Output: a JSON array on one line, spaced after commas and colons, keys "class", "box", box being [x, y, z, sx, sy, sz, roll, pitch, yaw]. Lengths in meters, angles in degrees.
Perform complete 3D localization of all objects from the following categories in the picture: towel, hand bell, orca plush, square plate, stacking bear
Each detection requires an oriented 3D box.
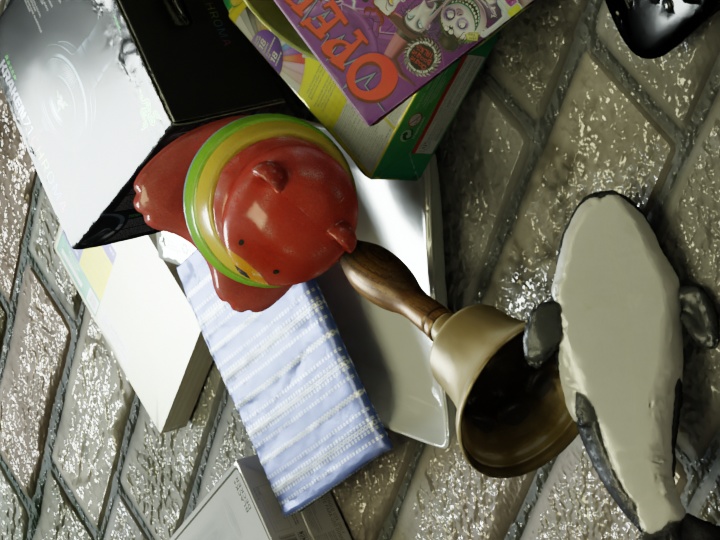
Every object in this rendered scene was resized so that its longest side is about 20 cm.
[{"class": "towel", "box": [-0.052, 0.053, 1.562, 0.145, 0.024, 0.200, -41, 70, 52]}, {"class": "hand bell", "box": [0.044, 0.028, 1.377, 0.200, 0.104, 0.104, 40, 133, 45]}, {"class": "orca plush", "box": [0.157, 0.058, 1.273, 0.105, 0.071, 0.200, -27, 80, 12]}, {"class": "square plate", "box": [0.000, 0.000, 1.504, 0.200, 0.028, 0.199, 15, 114, 55]}, {"class": "stacking bear", "box": [-0.053, -0.037, 1.384, 0.121, 0.114, 0.200, 46, 175, -12]}]

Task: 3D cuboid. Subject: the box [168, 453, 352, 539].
[{"class": "box", "box": [-0.078, 0.219, 1.678, 0.117, 0.060, 0.200, 64, 145, 19]}]

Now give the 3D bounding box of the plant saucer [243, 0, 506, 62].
[{"class": "plant saucer", "box": [0.015, -0.211, 1.303, 0.199, 0.031, 0.201, 2, 99, 11]}]

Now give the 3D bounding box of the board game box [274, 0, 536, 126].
[{"class": "board game box", "box": [-0.007, -0.195, 1.282, 0.120, 0.032, 0.200, -37, 90, 19]}]

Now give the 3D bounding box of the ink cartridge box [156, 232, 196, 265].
[{"class": "ink cartridge box", "box": [-0.116, -0.097, 1.642, 0.095, 0.037, 0.201, 19, 119, 53]}]

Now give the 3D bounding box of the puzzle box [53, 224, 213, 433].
[{"class": "puzzle box", "box": [-0.171, 0.007, 1.776, 0.200, 0.025, 0.133, 57, 144, 28]}]

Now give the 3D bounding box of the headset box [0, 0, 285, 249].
[{"class": "headset box", "box": [-0.154, -0.139, 1.569, 0.200, 0.093, 0.174, -43, 67, 52]}]

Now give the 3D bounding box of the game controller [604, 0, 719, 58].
[{"class": "game controller", "box": [0.133, -0.212, 1.203, 0.104, 0.042, 0.200, -38, 69, 55]}]

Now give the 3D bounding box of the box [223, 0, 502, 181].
[{"class": "box", "box": [-0.008, -0.159, 1.415, 0.200, 0.048, 0.117, 50, 124, 33]}]
